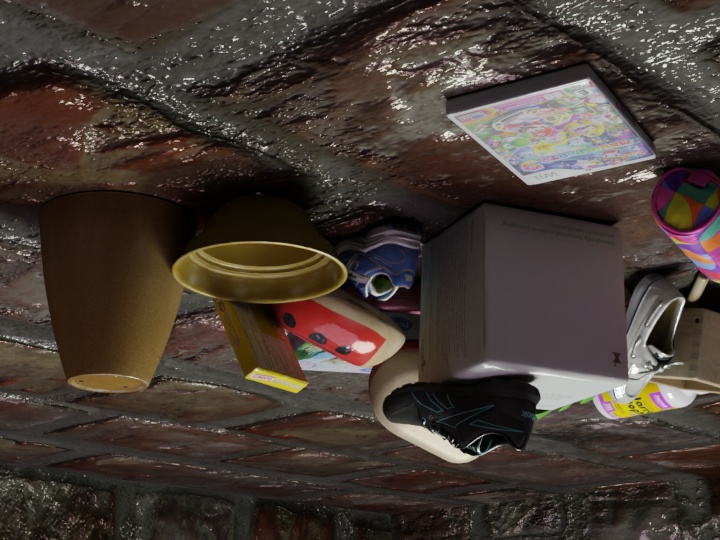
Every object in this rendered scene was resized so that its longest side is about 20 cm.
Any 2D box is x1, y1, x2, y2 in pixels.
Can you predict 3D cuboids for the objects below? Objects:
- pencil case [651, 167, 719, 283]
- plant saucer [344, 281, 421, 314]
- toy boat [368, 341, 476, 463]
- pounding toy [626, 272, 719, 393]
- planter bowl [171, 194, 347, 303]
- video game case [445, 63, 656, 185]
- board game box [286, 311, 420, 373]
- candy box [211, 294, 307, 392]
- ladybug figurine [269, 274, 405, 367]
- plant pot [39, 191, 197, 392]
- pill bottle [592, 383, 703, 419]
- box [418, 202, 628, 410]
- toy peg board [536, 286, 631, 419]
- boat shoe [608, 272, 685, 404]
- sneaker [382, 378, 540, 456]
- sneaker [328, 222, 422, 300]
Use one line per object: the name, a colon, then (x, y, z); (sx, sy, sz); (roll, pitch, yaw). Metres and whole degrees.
pencil case: (0.389, -0.051, 1.320); (0.088, 0.089, 0.200); (-10, 161, 27)
plant saucer: (0.045, 0.060, 1.689); (0.199, 0.051, 0.201); (0, 162, 0)
toy boat: (0.102, 0.165, 1.628); (0.199, 0.131, 0.131); (31, 110, -23)
pounding toy: (0.480, 0.093, 1.705); (0.199, 0.143, 0.184); (15, 171, -32)
planter bowl: (-0.114, -0.033, 1.356); (0.199, 0.084, 0.201); (0, 160, 0)
video game case: (0.190, -0.137, 1.155); (0.143, 0.018, 0.200); (-11, 159, 29)
board game box: (0.001, 0.103, 1.671); (0.199, 0.041, 0.200); (4, 161, -15)
candy box: (-0.137, 0.057, 1.467); (0.026, 0.201, 0.102); (-41, 145, 21)
ladybug figurine: (-0.037, 0.063, 1.492); (0.199, 0.072, 0.136); (29, 170, -18)
plant pot: (-0.289, 0.034, 1.378); (0.185, 0.201, 0.187); (1, 161, 0)
pill bottle: (0.491, 0.184, 1.978); (0.104, 0.105, 0.199); (16, 156, -40)
box: (0.192, 0.050, 1.425); (0.198, 0.201, 0.171); (9, 161, -21)
toy peg board: (0.278, 0.131, 1.673); (0.199, 0.098, 0.199); (-15, 156, -26)
boat shoe: (0.400, 0.110, 1.615); (0.074, 0.203, 0.086); (-4, -149, -32)
sneaker: (0.109, 0.170, 1.360); (0.199, 0.080, 0.075); (-7, 157, 34)
sneaker: (0.000, 0.000, 1.469); (0.075, 0.078, 0.200); (10, 162, -32)
